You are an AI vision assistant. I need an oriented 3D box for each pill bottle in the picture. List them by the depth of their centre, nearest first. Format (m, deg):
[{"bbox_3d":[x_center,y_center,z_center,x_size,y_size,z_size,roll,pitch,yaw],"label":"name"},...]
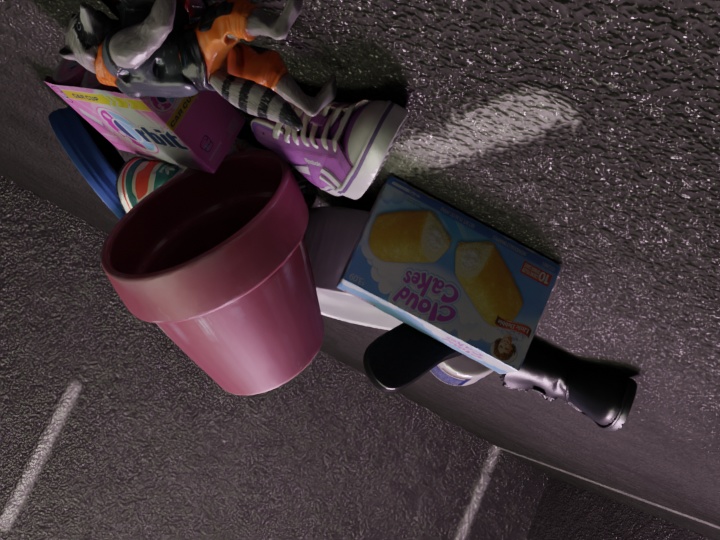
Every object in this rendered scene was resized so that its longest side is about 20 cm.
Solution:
[{"bbox_3d":[0.143,0.103,1.123,0.109,0.113,0.200,25,169,5],"label":"pill bottle"}]

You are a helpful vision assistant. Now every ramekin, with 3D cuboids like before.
[{"bbox_3d":[0.000,0.000,0.938,0.195,0.100,0.201,13,168,3],"label":"ramekin"}]

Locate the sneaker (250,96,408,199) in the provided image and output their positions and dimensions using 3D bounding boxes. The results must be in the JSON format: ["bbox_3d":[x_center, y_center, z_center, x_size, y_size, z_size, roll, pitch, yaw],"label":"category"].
[{"bbox_3d":[-0.038,-0.115,0.659,0.113,0.074,0.200,32,168,-14],"label":"sneaker"}]

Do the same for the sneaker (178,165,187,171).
[{"bbox_3d":[-0.268,-0.065,1.121,0.078,0.200,0.099,46,178,2],"label":"sneaker"}]

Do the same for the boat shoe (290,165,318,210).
[{"bbox_3d":[-0.112,-0.033,0.886,0.068,0.202,0.071,45,-150,20],"label":"boat shoe"}]

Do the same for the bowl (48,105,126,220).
[{"bbox_3d":[-0.367,-0.150,1.144,0.202,0.039,0.201,54,176,5],"label":"bowl"}]

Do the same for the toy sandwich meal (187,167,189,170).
[{"bbox_3d":[-0.144,-0.069,1.024,0.207,0.069,0.207,55,-164,-23],"label":"toy sandwich meal"}]

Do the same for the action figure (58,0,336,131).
[{"bbox_3d":[-0.127,-0.161,0.551,0.188,0.108,0.200,7,175,14],"label":"action figure"}]

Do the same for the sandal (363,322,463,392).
[{"bbox_3d":[0.088,0.067,0.858,0.077,0.196,0.048,64,161,12],"label":"sandal"}]

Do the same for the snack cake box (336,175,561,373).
[{"bbox_3d":[0.087,0.007,0.804,0.196,0.117,0.067,27,169,-4],"label":"snack cake box"}]

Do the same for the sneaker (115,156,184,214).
[{"bbox_3d":[-0.192,-0.036,0.893,0.092,0.071,0.203,6,134,35],"label":"sneaker"}]

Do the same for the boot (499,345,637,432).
[{"bbox_3d":[0.284,0.158,1.132,0.164,0.078,0.200,22,175,2],"label":"boot"}]

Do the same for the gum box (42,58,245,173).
[{"bbox_3d":[-0.224,-0.173,0.810,0.197,0.067,0.114,17,160,41],"label":"gum box"}]

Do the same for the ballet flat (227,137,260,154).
[{"bbox_3d":[-0.111,-0.106,0.923,0.062,0.078,0.200,-12,160,17],"label":"ballet flat"}]

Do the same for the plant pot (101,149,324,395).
[{"bbox_3d":[-0.124,0.012,0.781,0.197,0.200,0.182,15,139,45],"label":"plant pot"}]
